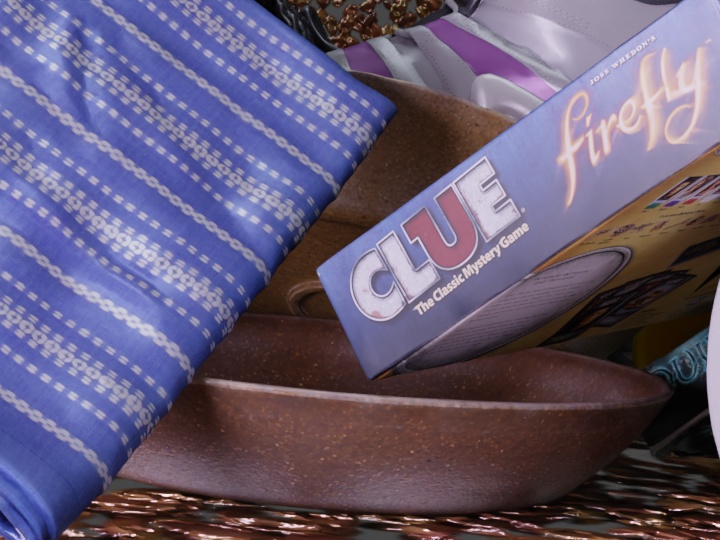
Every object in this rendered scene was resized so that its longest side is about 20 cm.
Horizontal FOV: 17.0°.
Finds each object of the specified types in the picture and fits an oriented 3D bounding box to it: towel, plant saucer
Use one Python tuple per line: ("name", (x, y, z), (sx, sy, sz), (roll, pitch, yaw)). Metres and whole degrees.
("towel", (-0.085, -0.035, 0.595), (0.145, 0.024, 0.200), (38, 42, -1))
("plant saucer", (0.000, 0.000, 0.791), (0.200, 0.035, 0.200), (12, -25, 6))
("plant saucer", (-0.013, 0.039, 0.683), (0.200, 0.037, 0.200), (5, 4, 0))

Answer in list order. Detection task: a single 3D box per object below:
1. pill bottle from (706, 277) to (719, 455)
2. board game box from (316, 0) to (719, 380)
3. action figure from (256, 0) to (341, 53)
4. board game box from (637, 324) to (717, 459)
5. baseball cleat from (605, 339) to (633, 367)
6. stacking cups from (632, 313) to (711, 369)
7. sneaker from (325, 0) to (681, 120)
("pill bottle", (0.197, 0.025, 0.608), (0.200, 0.114, 0.114), (3, 4, -32))
("board game box", (0.100, -0.027, 0.650), (0.135, 0.035, 0.200), (-36, -16, 33))
("action figure", (-0.089, -0.030, 0.986), (0.119, 0.200, 0.102), (39, 15, -50))
("board game box", (0.191, 0.016, 0.771), (0.135, 0.028, 0.200), (-38, -26, 33))
("baseball cleat", (0.081, 0.016, 0.910), (0.200, 0.070, 0.106), (-5, -5, 4))
("stacking cups", (0.190, 0.030, 0.904), (0.200, 0.061, 0.060), (2, 6, -41))
("sneaker", (0.032, -0.077, 0.832), (0.200, 0.140, 0.078), (11, -11, 7))
